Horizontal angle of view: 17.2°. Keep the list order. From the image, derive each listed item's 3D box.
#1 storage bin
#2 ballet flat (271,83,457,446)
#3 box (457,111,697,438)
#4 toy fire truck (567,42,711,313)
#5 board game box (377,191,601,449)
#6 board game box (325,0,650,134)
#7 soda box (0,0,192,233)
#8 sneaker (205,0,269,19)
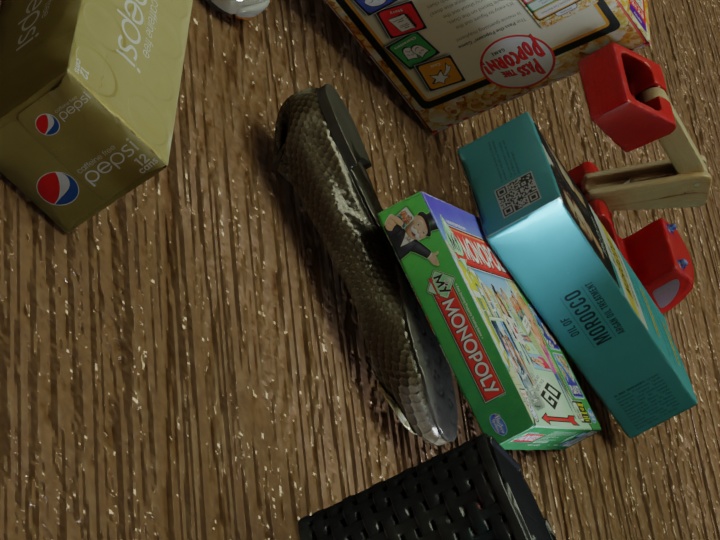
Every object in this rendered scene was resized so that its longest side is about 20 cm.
[{"bbox_3d":[0.061,0.185,1.036,0.201,0.093,0.135,66,5,16],"label":"storage bin"},{"bbox_3d":[0.000,0.000,1.243,0.067,0.046,0.201,13,55,-77],"label":"ballet flat"},{"bbox_3d":[0.129,0.005,1.400,0.200,0.049,0.083,52,15,-40],"label":"box"},{"bbox_3d":[0.163,-0.045,1.462,0.200,0.141,0.049,33,35,-42],"label":"toy fire truck"},{"bbox_3d":[0.073,0.032,1.294,0.135,0.029,0.200,65,12,10],"label":"board game box"},{"bbox_3d":[0.056,-0.180,1.372,0.200,0.151,0.046,49,30,-39],"label":"board game box"},{"bbox_3d":[-0.124,-0.114,1.110,0.068,0.064,0.201,44,29,-29],"label":"soda box"},{"bbox_3d":[-0.083,-0.242,1.289,0.200,0.092,0.076,55,25,-7],"label":"sneaker"}]
